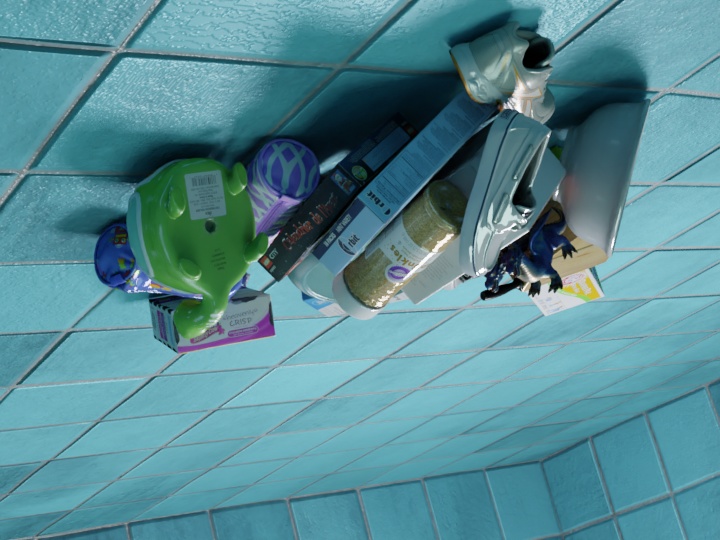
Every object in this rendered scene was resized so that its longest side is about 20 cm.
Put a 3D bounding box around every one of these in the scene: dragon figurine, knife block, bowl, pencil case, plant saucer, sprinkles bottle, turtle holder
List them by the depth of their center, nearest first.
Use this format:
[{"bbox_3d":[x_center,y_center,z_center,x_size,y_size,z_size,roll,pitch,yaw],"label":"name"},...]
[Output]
[{"bbox_3d":[-0.186,-0.033,1.489,0.131,0.186,0.141,-2,-143,47],"label":"turtle holder"},{"bbox_3d":[0.046,-0.021,1.530,0.068,0.068,0.200,0,147,-40],"label":"sprinkles bottle"},{"bbox_3d":[-0.115,-0.076,1.555,0.084,0.086,0.200,19,149,-14],"label":"pencil case"},{"bbox_3d":[0.211,-0.037,1.621,0.059,0.200,0.100,-10,129,41],"label":"dragon figurine"},{"bbox_3d":[0.292,-0.124,1.647,0.090,0.202,0.201,15,166,11],"label":"bowl"},{"bbox_3d":[-0.234,-0.004,1.660,0.078,0.087,0.200,-23,158,37],"label":"pencil case"},{"bbox_3d":[0.000,0.000,1.770,0.199,0.028,0.200,-5,154,-3],"label":"plant saucer"},{"bbox_3d":[0.228,-0.015,1.771,0.175,0.064,0.200,-37,156,12],"label":"knife block"}]

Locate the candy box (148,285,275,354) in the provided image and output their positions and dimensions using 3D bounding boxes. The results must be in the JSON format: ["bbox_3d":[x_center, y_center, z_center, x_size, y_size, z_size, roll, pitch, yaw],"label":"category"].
[{"bbox_3d":[-0.206,0.064,1.820,0.136,0.061,0.200,-10,-175,-16],"label":"candy box"}]

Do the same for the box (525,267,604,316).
[{"bbox_3d":[0.298,-0.015,2.039,0.101,0.113,0.200,-20,161,12],"label":"box"}]

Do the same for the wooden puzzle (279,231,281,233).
[{"bbox_3d":[-0.056,-0.053,1.735,0.199,0.046,0.185,-22,161,18],"label":"wooden puzzle"}]

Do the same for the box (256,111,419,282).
[{"bbox_3d":[-0.027,-0.083,1.530,0.200,0.038,0.137,-47,179,44],"label":"box"}]

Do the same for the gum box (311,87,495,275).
[{"bbox_3d":[0.045,-0.098,1.474,0.200,0.045,0.170,-46,-179,-27],"label":"gum box"}]

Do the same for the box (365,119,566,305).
[{"bbox_3d":[0.123,-0.076,1.596,0.200,0.106,0.152,-35,-170,41],"label":"box"}]

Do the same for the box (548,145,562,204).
[{"bbox_3d":[0.219,-0.089,1.820,0.200,0.048,0.122,-27,147,29],"label":"box"}]

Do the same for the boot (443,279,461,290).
[{"bbox_3d":[0.157,-0.050,1.759,0.095,0.074,0.200,3,135,1],"label":"boot"}]

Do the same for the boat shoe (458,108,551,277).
[{"bbox_3d":[0.156,-0.072,1.434,0.074,0.065,0.201,-39,146,-48],"label":"boat shoe"}]

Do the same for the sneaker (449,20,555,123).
[{"bbox_3d":[0.179,-0.208,1.430,0.092,0.076,0.200,-28,160,24],"label":"sneaker"}]

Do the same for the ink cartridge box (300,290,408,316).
[{"bbox_3d":[0.023,0.004,1.906,0.199,0.067,0.116,-13,162,15],"label":"ink cartridge box"}]
